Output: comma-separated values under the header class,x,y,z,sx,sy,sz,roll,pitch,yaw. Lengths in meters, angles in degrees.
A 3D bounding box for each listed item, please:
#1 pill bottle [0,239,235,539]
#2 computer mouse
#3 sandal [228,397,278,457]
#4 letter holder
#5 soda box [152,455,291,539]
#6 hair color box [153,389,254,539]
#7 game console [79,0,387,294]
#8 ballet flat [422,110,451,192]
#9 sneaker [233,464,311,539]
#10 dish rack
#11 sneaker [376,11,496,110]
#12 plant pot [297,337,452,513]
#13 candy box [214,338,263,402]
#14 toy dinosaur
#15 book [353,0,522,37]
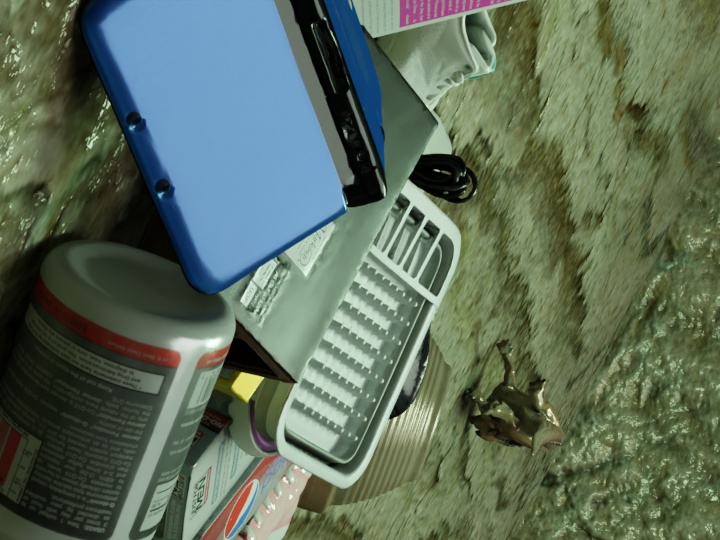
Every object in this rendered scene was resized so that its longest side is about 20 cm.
class,x,y,z,sx,sy,sz,roll,pitch,yaw
pill bottle,-0.156,0.094,1.366,0.201,0.116,0.116,-67,166,17
computer mouse,0.000,0.000,1.750,0.046,0.140,0.201,8,100,-48
sandal,-0.050,0.027,1.633,0.082,0.050,0.204,-12,105,-56
letter holder,-0.069,-0.048,1.499,0.101,0.142,0.200,48,62,-41
soda box,-0.098,0.141,1.783,0.200,0.063,0.070,-51,161,-44
hair color box,-0.096,0.093,1.705,0.200,0.060,0.099,-52,162,-41
game console,-0.066,-0.121,1.343,0.171,0.118,0.200,-92,165,-54
ballet flat,0.010,-0.058,1.844,0.070,0.069,0.200,100,17,-50
sneaker,-0.090,0.169,1.850,0.105,0.075,0.200,-69,169,14
dish rack,-0.007,0.039,1.624,0.201,0.043,0.172,-67,157,-7
sneaker,0.057,-0.155,1.757,0.075,0.088,0.200,-54,164,-40
plant pot,0.018,0.113,1.997,0.201,0.092,0.202,-163,-90,-90
candy box,-0.055,-0.014,1.553,0.200,0.102,0.026,-56,131,-14
toy dinosaur,0.189,0.172,2.738,0.086,0.200,0.136,-37,121,-7
book,0.054,-0.198,1.496,0.134,0.199,0.048,88,-13,-65
